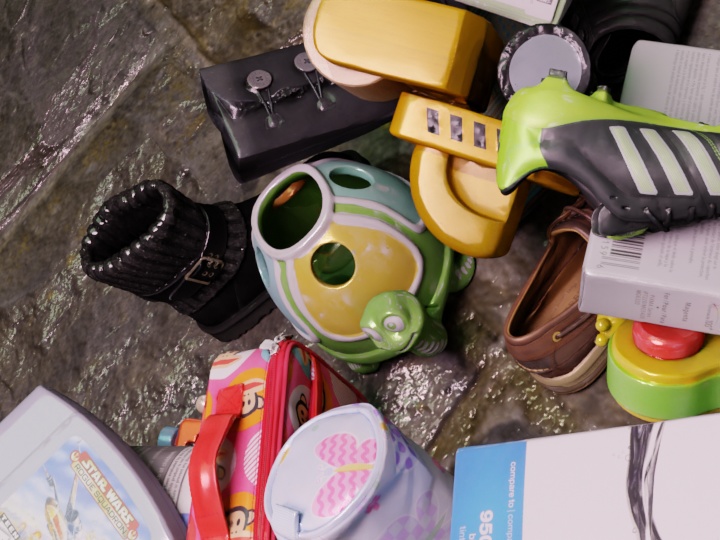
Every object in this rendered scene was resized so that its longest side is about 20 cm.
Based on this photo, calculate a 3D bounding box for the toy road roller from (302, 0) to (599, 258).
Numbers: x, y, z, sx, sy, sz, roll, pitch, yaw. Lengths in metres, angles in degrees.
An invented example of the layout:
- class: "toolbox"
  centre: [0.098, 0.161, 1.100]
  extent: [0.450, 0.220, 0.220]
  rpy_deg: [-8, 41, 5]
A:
- class: "toy road roller"
  centre: [0.054, -0.091, 0.809]
  extent: [0.200, 0.123, 0.146]
  rpy_deg: [18, 94, 12]

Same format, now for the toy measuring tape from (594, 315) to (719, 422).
- class: "toy measuring tape"
  centre: [0.202, 0.073, 0.727]
  extent: [0.074, 0.074, 0.200]
  rpy_deg: [-53, 45, 1]

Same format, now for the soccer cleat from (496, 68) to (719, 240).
- class: "soccer cleat"
  centre: [0.173, -0.050, 0.709]
  extent: [0.200, 0.068, 0.081]
  rpy_deg: [16, 89, 5]

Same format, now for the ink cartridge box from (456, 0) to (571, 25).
- class: "ink cartridge box"
  centre: [0.050, -0.221, 0.850]
  extent: [0.146, 0.200, 0.048]
  rpy_deg: [-56, -15, -63]

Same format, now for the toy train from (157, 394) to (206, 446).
- class: "toy train"
  centre: [-0.181, 0.174, 1.001]
  extent: [0.200, 0.056, 0.150]
  rpy_deg: [0, 72, 20]

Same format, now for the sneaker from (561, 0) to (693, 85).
- class: "sneaker"
  centre: [0.152, -0.185, 0.942]
  extent: [0.200, 0.071, 0.099]
  rpy_deg: [-4, 56, 36]

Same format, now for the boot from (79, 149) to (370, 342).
- class: "boot"
  centre: [-0.104, -0.042, 1.014]
  extent: [0.211, 0.158, 0.079]
  rpy_deg: [-46, 42, 9]

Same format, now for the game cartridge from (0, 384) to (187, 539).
- class: "game cartridge"
  centre: [-0.188, 0.176, 0.827]
  extent: [0.133, 0.042, 0.200]
  rpy_deg: [-46, 64, 5]

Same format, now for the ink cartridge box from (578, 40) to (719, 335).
- class: "ink cartridge box"
  centre: [0.234, -0.049, 0.762]
  extent: [0.173, 0.044, 0.200]
  rpy_deg: [10, 54, 13]

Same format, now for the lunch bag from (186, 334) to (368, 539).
- class: "lunch bag"
  centre: [-0.053, 0.149, 0.823]
  extent: [0.082, 0.176, 0.200]
  rpy_deg: [-13, 55, 23]

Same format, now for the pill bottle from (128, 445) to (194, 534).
- class: "pill bottle"
  centre: [-0.171, 0.181, 0.901]
  extent: [0.200, 0.114, 0.114]
  rpy_deg: [-2, 60, 18]

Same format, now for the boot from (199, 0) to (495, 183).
- class: "boot"
  centre: [-0.024, -0.163, 0.937]
  extent: [0.200, 0.066, 0.165]
  rpy_deg: [-22, 53, -3]

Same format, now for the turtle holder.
- class: "turtle holder"
  centre: [-0.009, 0.002, 0.919]
  extent: [0.141, 0.132, 0.186]
  rpy_deg: [-26, 48, 27]

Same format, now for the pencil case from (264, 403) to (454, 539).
- class: "pencil case"
  centre: [0.033, 0.159, 0.731]
  extent: [0.091, 0.200, 0.083]
  rpy_deg: [-49, 35, -5]

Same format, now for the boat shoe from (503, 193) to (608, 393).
- class: "boat shoe"
  centre: [0.161, -0.017, 0.826]
  extent: [0.072, 0.068, 0.200]
  rpy_deg: [27, 83, 48]

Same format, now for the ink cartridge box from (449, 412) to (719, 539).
- class: "ink cartridge box"
  centre: [0.167, 0.140, 0.658]
  extent: [0.200, 0.145, 0.084]
  rpy_deg: [-15, 56, 36]

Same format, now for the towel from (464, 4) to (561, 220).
- class: "towel"
  centre: [0.102, -0.132, 0.938]
  extent: [0.147, 0.022, 0.200]
  rpy_deg: [-47, 48, 36]
